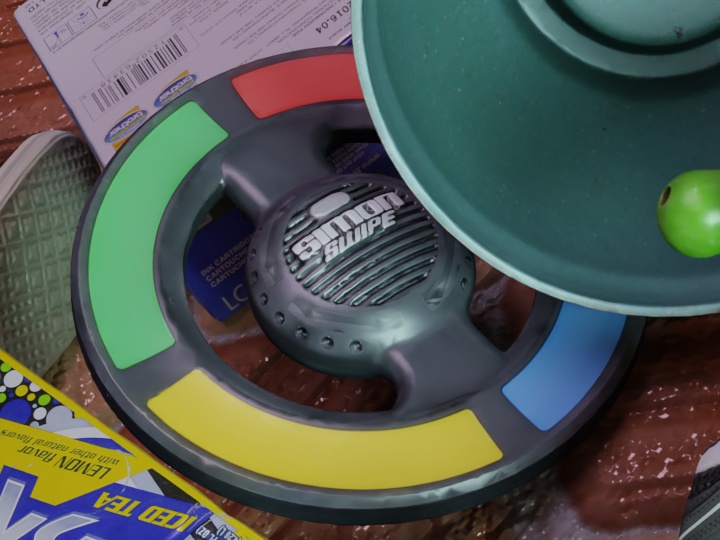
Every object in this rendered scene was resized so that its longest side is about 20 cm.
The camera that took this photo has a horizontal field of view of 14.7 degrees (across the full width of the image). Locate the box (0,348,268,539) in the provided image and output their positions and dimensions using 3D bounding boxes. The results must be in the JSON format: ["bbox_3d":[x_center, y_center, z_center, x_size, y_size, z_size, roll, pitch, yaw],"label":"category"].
[{"bbox_3d":[-0.090,0.087,0.869,0.200,0.064,0.070,31,73,40],"label":"box"}]

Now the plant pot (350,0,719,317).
[{"bbox_3d":[0.099,-0.101,0.924,0.199,0.201,0.134,-27,15,12],"label":"plant pot"}]

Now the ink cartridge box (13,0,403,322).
[{"bbox_3d":[-0.042,-0.073,1.095,0.136,0.076,0.200,-37,36,1],"label":"ink cartridge box"}]

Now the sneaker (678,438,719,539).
[{"bbox_3d":[0.170,0.090,0.760,0.199,0.080,0.087,-2,50,37],"label":"sneaker"}]

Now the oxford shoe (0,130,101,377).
[{"bbox_3d":[-0.154,0.028,1.079,0.057,0.075,0.201,-1,54,35],"label":"oxford shoe"}]

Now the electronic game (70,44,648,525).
[{"bbox_3d":[0.000,0.000,0.955,0.198,0.042,0.201,0,52,0],"label":"electronic game"}]

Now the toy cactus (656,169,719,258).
[{"bbox_3d":[0.195,-0.017,0.826,0.199,0.102,0.166,15,77,29],"label":"toy cactus"}]
